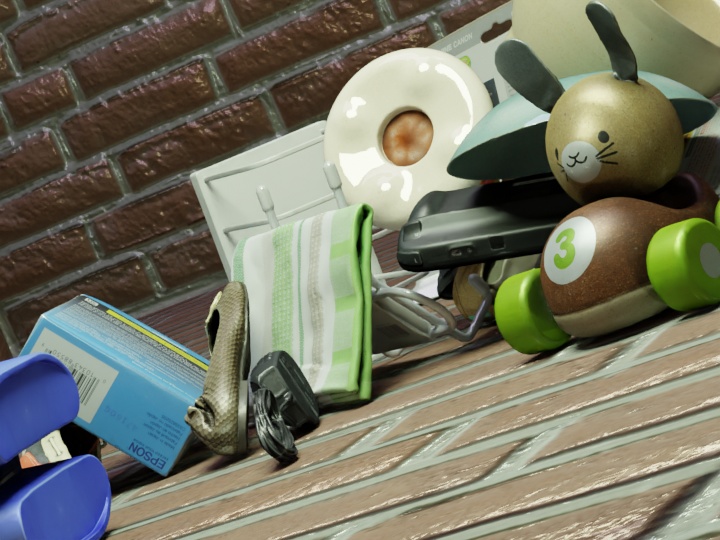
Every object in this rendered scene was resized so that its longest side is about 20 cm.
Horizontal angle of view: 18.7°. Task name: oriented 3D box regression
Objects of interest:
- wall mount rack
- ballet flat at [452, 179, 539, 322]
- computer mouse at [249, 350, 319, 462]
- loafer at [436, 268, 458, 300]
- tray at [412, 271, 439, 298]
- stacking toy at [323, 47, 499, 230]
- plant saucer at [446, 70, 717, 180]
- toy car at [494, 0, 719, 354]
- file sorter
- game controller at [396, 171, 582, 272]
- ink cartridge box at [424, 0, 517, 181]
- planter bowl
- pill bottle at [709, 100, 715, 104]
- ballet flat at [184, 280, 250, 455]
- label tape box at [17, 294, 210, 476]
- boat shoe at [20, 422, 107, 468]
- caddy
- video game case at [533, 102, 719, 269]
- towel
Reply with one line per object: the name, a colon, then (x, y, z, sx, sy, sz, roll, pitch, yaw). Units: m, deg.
wall mount rack: (0.000, 0.000, 1.697, 0.200, 0.173, 0.075, -16, 44, 59)
ballet flat: (0.136, -0.048, 1.728, 0.201, 0.068, 0.072, -61, 20, -5)
computer mouse: (-0.060, 0.098, 1.511, 0.034, 0.059, 0.200, -32, 6, 7)
loafer: (0.143, -0.008, 1.809, 0.200, 0.068, 0.071, -10, 47, 47)
tray: (0.102, -0.002, 2.212, 0.107, 0.022, 0.200, -21, 4, 12)
stacking toy: (0.071, -0.086, 1.774, 0.145, 0.147, 0.200, -21, -20, 20)
plant saucer: (0.155, -0.110, 1.575, 0.200, 0.039, 0.201, -12, -9, -2)
toy car: (0.158, -0.069, 1.418, 0.164, 0.201, 0.157, -19, 5, 45)
file sorter: (-0.029, -0.017, 1.856, 0.138, 0.201, 0.124, -24, 8, -27)
game controller: (0.125, -0.041, 1.594, 0.199, 0.042, 0.104, -9, 18, 18)
ink cartridge box: (0.160, -0.140, 1.866, 0.084, 0.177, 0.199, -5, -13, -44)
planter bowl: (0.194, -0.188, 1.691, 0.135, 0.200, 0.200, -48, -8, 26)
pill bottle: (0.232, -0.086, 1.937, 0.199, 0.113, 0.113, -19, 5, 46)
ballet flat: (-0.105, 0.070, 1.619, 0.046, 0.068, 0.200, -1, 32, -2)
label tape box: (-0.183, 0.084, 1.708, 0.066, 0.143, 0.200, -60, 0, 4)
boat shoe: (-0.224, 0.140, 1.668, 0.062, 0.071, 0.200, -39, 7, 10)
caddy: (-0.242, 0.133, 1.395, 0.104, 0.142, 0.200, -18, 4, 14)
video game case: (0.217, -0.049, 1.603, 0.181, 0.023, 0.200, -19, 29, 39)
towel: (-0.049, 0.034, 1.651, 0.031, 0.150, 0.200, 4, -10, -28)
